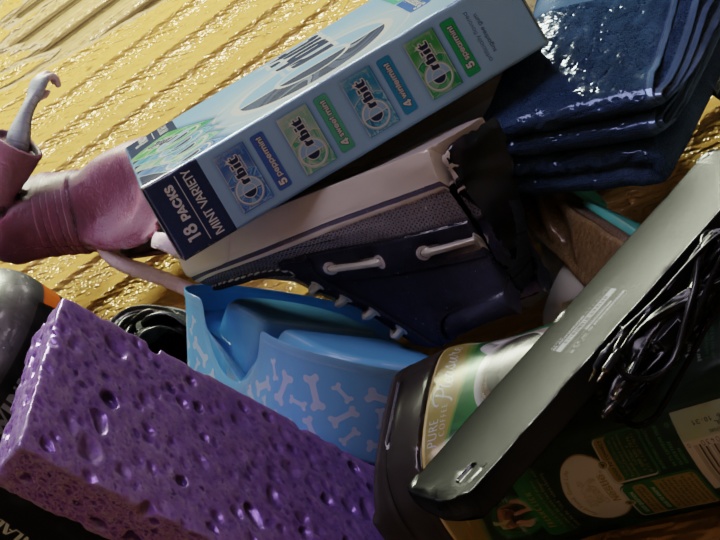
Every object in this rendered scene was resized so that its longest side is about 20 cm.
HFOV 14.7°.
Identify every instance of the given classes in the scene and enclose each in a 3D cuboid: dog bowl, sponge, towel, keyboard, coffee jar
[{"bbox_3d":[-0.018,0.050,1.346,0.200,0.111,0.050,25,106,62],"label":"dog bowl"},{"bbox_3d":[-0.058,0.095,1.207,0.030,0.200,0.112,-53,16,28],"label":"sponge"},{"bbox_3d":[0.127,-0.115,1.358,0.111,0.049,0.200,-7,37,30],"label":"towel"},{"bbox_3d":[0.107,0.033,1.124,0.200,0.040,0.104,-48,13,-9],"label":"keyboard"},{"bbox_3d":[0.101,0.065,1.187,0.199,0.085,0.104,-20,35,27],"label":"coffee jar"}]

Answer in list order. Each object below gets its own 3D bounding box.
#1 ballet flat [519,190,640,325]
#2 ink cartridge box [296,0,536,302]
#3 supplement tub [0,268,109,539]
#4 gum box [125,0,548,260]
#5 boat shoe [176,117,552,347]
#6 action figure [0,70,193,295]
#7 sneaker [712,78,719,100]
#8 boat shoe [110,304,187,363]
[{"bbox_3d":[0.101,-0.009,1.342,0.072,0.068,0.200,-58,41,8],"label":"ballet flat"},{"bbox_3d":[0.031,-0.070,1.495,0.200,0.075,0.165,-29,19,-13],"label":"ink cartridge box"},{"bbox_3d":[-0.145,0.082,1.292,0.123,0.200,0.123,-46,20,23],"label":"supplement tub"},{"bbox_3d":[-0.018,-0.085,1.371,0.200,0.045,0.170,-32,12,-1],"label":"gum box"},{"bbox_3d":[0.000,0.000,1.333,0.200,0.093,0.075,-18,9,43],"label":"boat shoe"},{"bbox_3d":[-0.169,-0.028,1.665,0.199,0.134,0.149,-9,57,13],"label":"action figure"},{"bbox_3d":[0.246,-0.143,1.409,0.200,0.076,0.114,-39,23,-17],"label":"sneaker"},{"bbox_3d":[-0.103,0.049,1.503,0.069,0.057,0.200,-37,25,-8],"label":"boat shoe"}]
